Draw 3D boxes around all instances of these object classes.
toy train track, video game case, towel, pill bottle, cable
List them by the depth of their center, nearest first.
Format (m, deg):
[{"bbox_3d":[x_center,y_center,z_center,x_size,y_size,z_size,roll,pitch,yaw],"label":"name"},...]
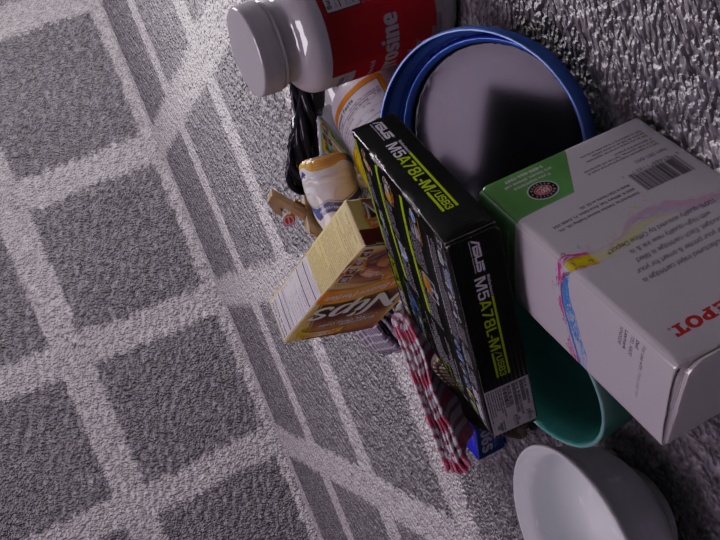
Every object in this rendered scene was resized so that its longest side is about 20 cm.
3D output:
[{"bbox_3d":[-0.019,-0.237,0.854,0.112,0.200,0.112,56,160,33],"label":"pill bottle"},{"bbox_3d":[0.037,-0.151,0.937,0.111,0.111,0.200,98,150,-59],"label":"pill bottle"},{"bbox_3d":[-0.068,-0.182,1.017,0.200,0.051,0.163,101,174,-66],"label":"cable"},{"bbox_3d":[-0.026,-0.029,1.042,0.200,0.033,0.115,30,-162,-18],"label":"toy train track"},{"bbox_3d":[0.089,0.123,1.044,0.146,0.030,0.200,-46,-63,-76],"label":"towel"},{"bbox_3d":[0.012,-0.095,1.165,0.200,0.022,0.182,51,164,20],"label":"video game case"},{"bbox_3d":[0.006,0.024,1.237,0.200,0.086,0.166,54,169,0],"label":"towel"}]

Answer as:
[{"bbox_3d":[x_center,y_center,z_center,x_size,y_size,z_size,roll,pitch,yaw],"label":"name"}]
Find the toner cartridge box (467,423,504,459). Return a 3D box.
[{"bbox_3d":[0.133,0.134,1.135,0.095,0.043,0.200,44,152,50],"label":"toner cartridge box"}]

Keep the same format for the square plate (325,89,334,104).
[{"bbox_3d":[0.000,-0.212,1.118,0.200,0.028,0.198,70,163,-8],"label":"square plate"}]

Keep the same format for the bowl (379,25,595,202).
[{"bbox_3d":[0.108,-0.109,0.771,0.200,0.039,0.201,17,121,32],"label":"bowl"}]

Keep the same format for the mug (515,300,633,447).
[{"bbox_3d":[0.177,0.040,0.747,0.185,0.114,0.152,53,159,19],"label":"mug"}]

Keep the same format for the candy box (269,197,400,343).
[{"bbox_3d":[0.000,0.000,0.901,0.200,0.115,0.055,-50,55,49],"label":"candy box"}]

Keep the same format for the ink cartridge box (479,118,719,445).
[{"bbox_3d":[0.196,-0.002,0.608,0.200,0.145,0.084,50,158,42],"label":"ink cartridge box"}]

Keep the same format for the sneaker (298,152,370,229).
[{"bbox_3d":[-0.018,-0.066,1.006,0.200,0.075,0.088,19,-122,-73],"label":"sneaker"}]

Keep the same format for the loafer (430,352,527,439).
[{"bbox_3d":[0.147,0.128,1.019,0.076,0.068,0.200,8,149,35],"label":"loafer"}]

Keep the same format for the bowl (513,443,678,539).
[{"bbox_3d":[0.241,0.251,0.871,0.201,0.090,0.201,53,153,43],"label":"bowl"}]

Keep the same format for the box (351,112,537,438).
[{"bbox_3d":[0.065,0.002,0.712,0.193,0.047,0.200,-119,9,-54],"label":"box"}]
